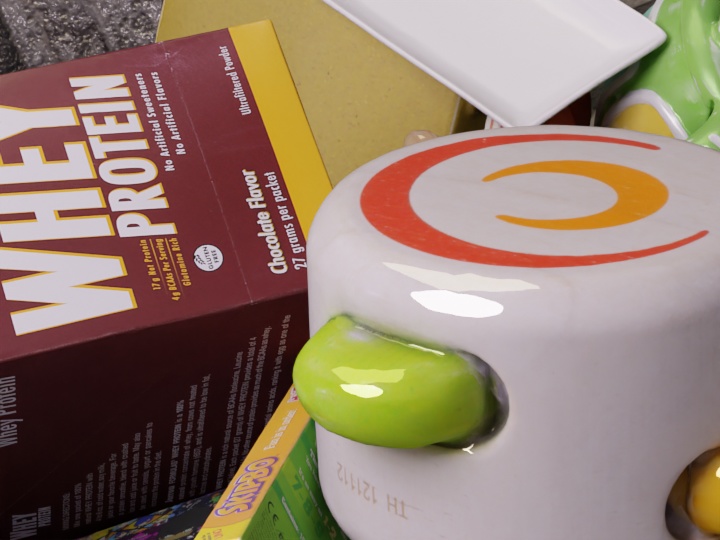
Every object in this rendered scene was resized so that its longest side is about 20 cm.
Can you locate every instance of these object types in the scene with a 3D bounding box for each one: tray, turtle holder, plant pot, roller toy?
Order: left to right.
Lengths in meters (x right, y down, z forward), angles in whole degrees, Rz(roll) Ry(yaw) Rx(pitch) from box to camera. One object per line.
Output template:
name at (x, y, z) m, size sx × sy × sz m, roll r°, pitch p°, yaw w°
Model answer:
plant pot at (0.005, -0.101, 1.329) m, size 0.199 × 0.196 × 0.195 m, roll 25°, pitch 21°, yaw 31°
tray at (0.062, -0.137, 1.178) m, size 0.107 × 0.022 × 0.200 m, roll -33°, pitch 47°, yaw -21°
roller toy at (0.075, 0.036, 0.810) m, size 0.198 × 0.141 × 0.183 m, roll -3°, pitch 23°, yaw -1°
turtle holder at (0.194, -0.075, 1.174) m, size 0.131 × 0.140 × 0.187 m, roll -31°, pitch 40°, yaw 37°

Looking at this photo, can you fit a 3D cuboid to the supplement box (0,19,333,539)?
supplement box at (-0.121, 0.017, 0.960) m, size 0.198 × 0.134 × 0.198 m, roll -13°, pitch -27°, yaw -15°

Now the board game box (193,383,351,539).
board game box at (-0.016, 0.107, 0.849) m, size 0.030 × 0.096 × 0.200 m, roll -13°, pitch 15°, yaw 19°

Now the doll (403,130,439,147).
doll at (0.000, 0.000, 1.146) m, size 0.135 × 0.049 × 0.200 m, roll 6°, pitch 39°, yaw 36°

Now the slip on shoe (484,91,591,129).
slip on shoe at (0.095, -0.045, 1.137) m, size 0.061 × 0.074 × 0.201 m, roll -12°, pitch 31°, yaw 29°

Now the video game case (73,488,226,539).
video game case at (-0.151, 0.177, 0.927) m, size 0.199 × 0.036 × 0.182 m, roll -21°, pitch 20°, yaw 20°
